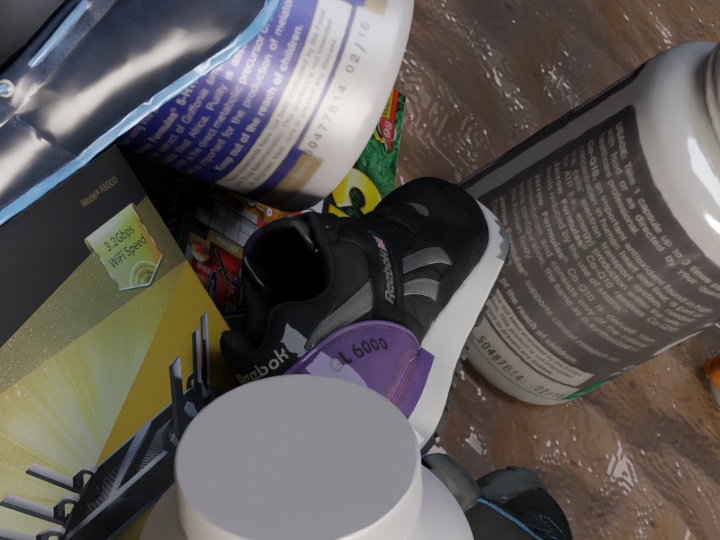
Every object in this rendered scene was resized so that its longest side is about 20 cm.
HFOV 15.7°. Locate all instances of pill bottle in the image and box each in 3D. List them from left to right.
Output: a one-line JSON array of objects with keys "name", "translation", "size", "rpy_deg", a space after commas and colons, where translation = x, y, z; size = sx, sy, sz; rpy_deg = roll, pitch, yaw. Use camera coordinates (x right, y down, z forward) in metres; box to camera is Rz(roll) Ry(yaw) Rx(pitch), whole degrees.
[{"name": "pill bottle", "translation": [-0.092, -0.109, 1.007], "size": [0.200, 0.120, 0.120], "rpy_deg": [20, 51, -21]}, {"name": "pill bottle", "translation": [-0.016, 0.133, 0.869], "size": [0.112, 0.200, 0.113], "rpy_deg": [-1, 41, 1]}, {"name": "pill bottle", "translation": [0.131, -0.028, 1.129], "size": [0.113, 0.200, 0.113], "rpy_deg": [25, 50, -33]}]

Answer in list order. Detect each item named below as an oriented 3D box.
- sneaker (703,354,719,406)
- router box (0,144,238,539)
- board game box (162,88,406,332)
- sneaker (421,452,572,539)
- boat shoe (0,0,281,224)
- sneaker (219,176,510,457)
[{"name": "sneaker", "translation": [0.251, 0.076, 1.287], "size": [0.200, 0.076, 0.092], "rpy_deg": [8, 65, -42]}, {"name": "router box", "translation": [-0.114, 0.068, 0.919], "size": [0.157, 0.052, 0.200], "rpy_deg": [58, 39, -10]}, {"name": "board game box", "translation": [-0.034, -0.021, 1.095], "size": [0.105, 0.023, 0.200], "rpy_deg": [33, 45, -30]}, {"name": "sneaker", "translation": [0.050, 0.124, 1.001], "size": [0.082, 0.073, 0.200], "rpy_deg": [47, 8, 16]}, {"name": "boat shoe", "translation": [-0.123, -0.067, 0.923], "size": [0.069, 0.200, 0.084], "rpy_deg": [54, -5, -17]}, {"name": "sneaker", "translation": [0.000, 0.000, 1.017], "size": [0.088, 0.076, 0.200], "rpy_deg": [49, 26, -17]}]
